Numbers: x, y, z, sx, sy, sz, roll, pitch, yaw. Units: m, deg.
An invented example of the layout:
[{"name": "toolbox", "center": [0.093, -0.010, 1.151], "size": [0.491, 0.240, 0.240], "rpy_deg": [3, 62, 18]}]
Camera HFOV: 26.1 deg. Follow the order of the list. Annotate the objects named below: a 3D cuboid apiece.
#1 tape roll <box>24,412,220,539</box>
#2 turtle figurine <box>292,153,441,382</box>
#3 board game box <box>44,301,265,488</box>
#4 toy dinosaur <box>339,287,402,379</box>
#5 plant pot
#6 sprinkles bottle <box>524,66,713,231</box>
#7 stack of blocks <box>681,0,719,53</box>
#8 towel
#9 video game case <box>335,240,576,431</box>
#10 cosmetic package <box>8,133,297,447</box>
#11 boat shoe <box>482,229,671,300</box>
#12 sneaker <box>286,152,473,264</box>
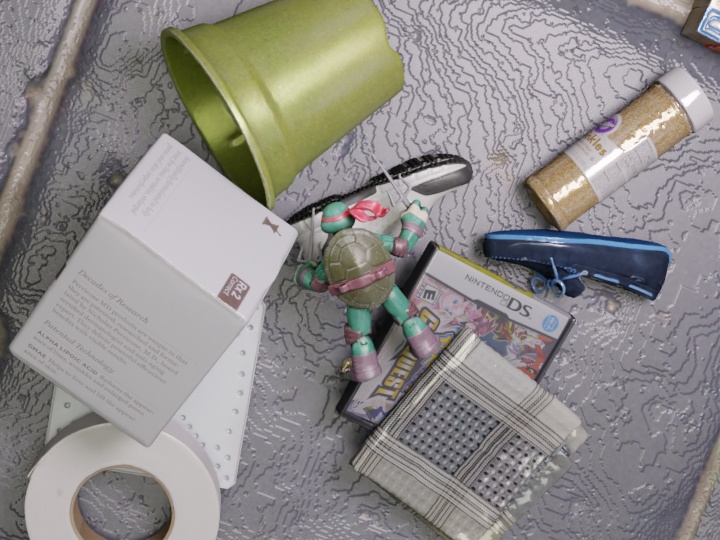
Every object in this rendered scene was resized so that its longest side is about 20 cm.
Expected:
[{"name": "tape roll", "center": [-0.242, 0.240, 1.581], "size": [0.201, 0.037, 0.205], "rpy_deg": [-1, 108, -2]}, {"name": "turtle figurine", "center": [0.000, 0.000, 1.500], "size": [0.149, 0.101, 0.201], "rpy_deg": [-17, 102, 16]}, {"name": "board game box", "center": [-0.211, 0.110, 1.595], "size": [0.198, 0.026, 0.202], "rpy_deg": [10, 95, -6]}, {"name": "toy dinosaur", "center": [0.068, 0.059, 1.607], "size": [0.198, 0.047, 0.089], "rpy_deg": [-11, 104, -8]}, {"name": "plant pot", "center": [-0.066, -0.188, 1.508], "size": [0.183, 0.200, 0.201], "rpy_deg": [-31, 98, -12]}, {"name": "sprinkles bottle", "center": [0.265, -0.124, 1.591], "size": [0.199, 0.068, 0.068], "rpy_deg": [-37, 98, 0]}, {"name": "stack of blocks", "center": [0.427, -0.311, 1.591], "size": [0.114, 0.059, 0.201], "rpy_deg": [24, 93, -7]}, {"name": "towel", "center": [0.117, 0.185, 1.594], "size": [0.200, 0.035, 0.193], "rpy_deg": [39, 96, -23]}, {"name": "video game case", "center": [0.099, 0.095, 1.591], "size": [0.180, 0.026, 0.201], "rpy_deg": [26, 99, -21]}, {"name": "cosmetic package", "center": [-0.192, 0.018, 1.453], "size": [0.165, 0.165, 0.200], "rpy_deg": [35, 124, -7]}, {"name": "boat shoe", "center": [0.223, -0.002, 1.594], "size": [0.198, 0.084, 0.069], "rpy_deg": [7, 98, -4]}, {"name": "sneaker", "center": [0.026, -0.056, 1.582], "size": [0.199, 0.074, 0.080], "rpy_deg": [-24, 101, 6]}]
